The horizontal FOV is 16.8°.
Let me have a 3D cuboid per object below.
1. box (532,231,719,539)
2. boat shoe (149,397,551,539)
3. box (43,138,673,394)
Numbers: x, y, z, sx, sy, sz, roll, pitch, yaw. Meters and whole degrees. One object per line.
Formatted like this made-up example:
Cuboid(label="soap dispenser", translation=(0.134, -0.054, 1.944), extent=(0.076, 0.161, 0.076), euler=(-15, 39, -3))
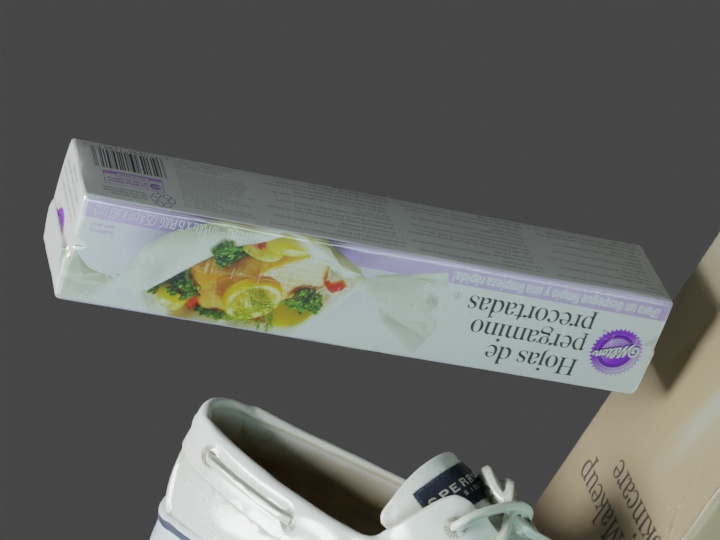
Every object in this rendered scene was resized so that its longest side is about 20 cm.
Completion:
Cuboid(label="box", translation=(0.121, 0.086, 0.827), extent=(0.078, 0.095, 0.200), euler=(22, 112, -23))
Cuboid(label="boat shoe", translation=(0.024, 0.094, 0.776), extent=(0.071, 0.200, 0.070), euler=(-13, 121, -58))
Cuboid(label="box", translation=(0.000, 0.000, 0.777), extent=(0.200, 0.041, 0.039), euler=(10, 119, -19))
